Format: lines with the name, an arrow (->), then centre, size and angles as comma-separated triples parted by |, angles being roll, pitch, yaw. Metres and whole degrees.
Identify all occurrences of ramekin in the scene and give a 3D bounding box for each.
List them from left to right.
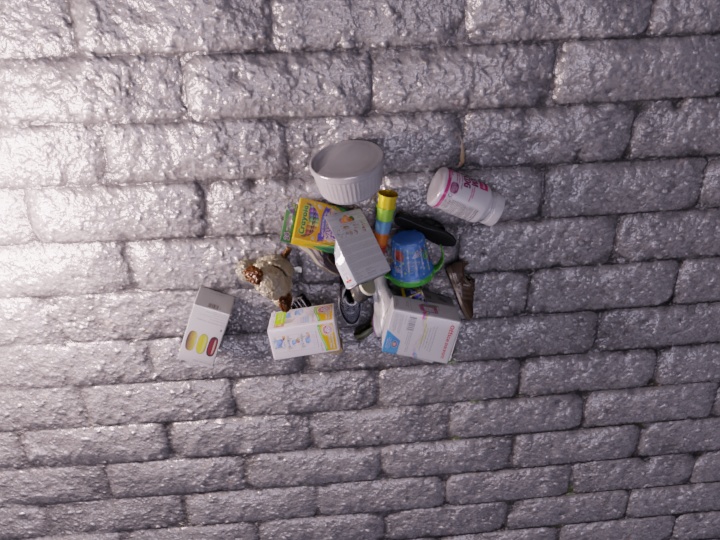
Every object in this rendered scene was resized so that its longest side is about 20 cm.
ramekin -> -0.031, -0.257, 1.538 | 0.199, 0.204, 0.095 | -10, 130, 0

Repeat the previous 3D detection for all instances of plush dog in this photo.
plush dog -> -0.249, 0.024, 1.663 | 0.199, 0.172, 0.161 | 38, 107, -20

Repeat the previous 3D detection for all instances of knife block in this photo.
knife block -> -0.138, 0.159, 1.799 | 0.197, 0.064, 0.178 | 9, 116, -9

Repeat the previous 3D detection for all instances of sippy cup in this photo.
sippy cup -> 0.143, -0.042, 1.678 | 0.177, 0.139, 0.132 | -28, 128, -27

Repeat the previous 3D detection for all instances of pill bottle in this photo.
pill bottle -> 0.297, -0.203, 1.630 | 0.198, 0.114, 0.114 | 19, 113, -14

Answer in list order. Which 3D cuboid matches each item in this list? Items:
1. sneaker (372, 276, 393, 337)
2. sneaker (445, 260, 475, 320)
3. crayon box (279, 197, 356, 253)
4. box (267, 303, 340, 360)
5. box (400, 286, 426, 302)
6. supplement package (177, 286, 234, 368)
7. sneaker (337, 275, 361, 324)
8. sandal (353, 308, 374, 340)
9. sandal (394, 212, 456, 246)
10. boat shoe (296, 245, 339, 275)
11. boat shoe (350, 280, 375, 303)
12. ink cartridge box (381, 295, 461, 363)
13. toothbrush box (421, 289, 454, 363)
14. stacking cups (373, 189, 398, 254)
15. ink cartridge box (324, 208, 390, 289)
sneaker -> 0.084, 0.098, 1.741 | 0.098, 0.075, 0.203 | -6, 77, 14
sneaker -> 0.327, 0.063, 1.788 | 0.075, 0.071, 0.202 | -23, 116, 5
crayon box -> -0.117, -0.125, 1.629 | 0.197, 0.052, 0.127 | 12, 70, -10
box -> -0.163, 0.178, 1.708 | 0.197, 0.113, 0.103 | -9, 114, 2
box -> 0.182, 0.142, 1.719 | 0.064, 0.070, 0.202 | -18, 114, 6
supplement package -> -0.466, 0.173, 1.752 | 0.112, 0.110, 0.202 | 18, 114, -12
sneaker -> -0.031, 0.094, 1.748 | 0.074, 0.114, 0.202 | -3, 116, -3
sandal -> 0.051, 0.144, 1.804 | 0.200, 0.080, 0.058 | -37, 100, 13
sandal -> 0.196, -0.128, 1.688 | 0.198, 0.075, 0.048 | 25, 67, -9
boat shoe -> -0.115, -0.064, 1.687 | 0.200, 0.075, 0.073 | 40, 107, -22
boat shoe -> -0.002, -0.001, 1.669 | 0.073, 0.203, 0.063 | 17, 138, -29
ink cartridge box -> 0.170, 0.168, 1.646 | 0.197, 0.085, 0.146 | 12, 116, -4
toothbrush box -> 0.192, 0.171, 1.819 | 0.144, 0.086, 0.202 | 17, 112, -10
stacking cups -> 0.069, -0.129, 1.678 | 0.060, 0.061, 0.202 | 3, 117, -6
ink cartridge box -> -0.018, -0.062, 1.599 | 0.050, 0.161, 0.202 | -34, 81, 40
